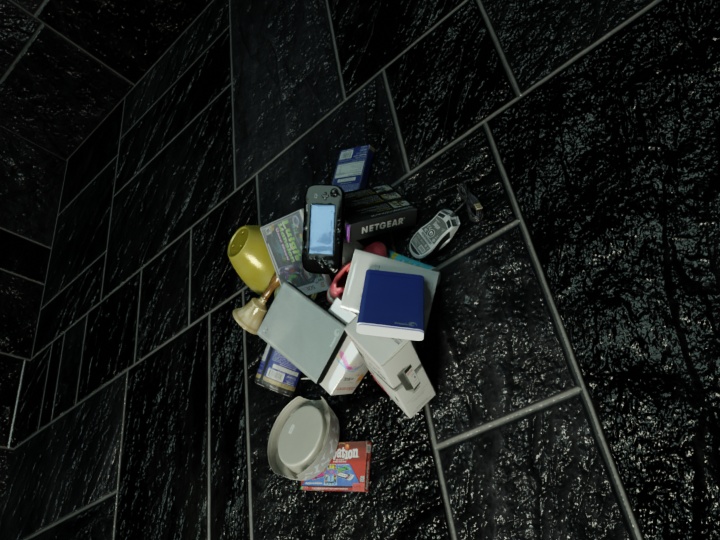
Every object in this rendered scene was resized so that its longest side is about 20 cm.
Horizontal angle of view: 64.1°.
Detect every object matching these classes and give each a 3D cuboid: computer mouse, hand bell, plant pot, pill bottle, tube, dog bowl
[{"bbox_3d":[0.196,-0.102,1.341,0.199,0.044,0.111,-42,52,12],"label":"computer mouse"},{"bbox_3d":[-0.267,0.070,1.635,0.202,0.103,0.105,-52,45,12],"label":"hand bell"},{"bbox_3d":[-0.306,-0.051,1.691,0.197,0.141,0.205,-27,47,33],"label":"plant pot"},{"bbox_3d":[-0.192,0.212,1.495,0.110,0.111,0.206,10,76,44],"label":"pill bottle"},{"bbox_3d":[0.107,-0.001,1.375,0.197,0.050,0.079,18,75,51],"label":"tube"},{"bbox_3d":[-0.131,0.397,1.361,0.196,0.059,0.204,-28,41,26],"label":"dog bowl"}]

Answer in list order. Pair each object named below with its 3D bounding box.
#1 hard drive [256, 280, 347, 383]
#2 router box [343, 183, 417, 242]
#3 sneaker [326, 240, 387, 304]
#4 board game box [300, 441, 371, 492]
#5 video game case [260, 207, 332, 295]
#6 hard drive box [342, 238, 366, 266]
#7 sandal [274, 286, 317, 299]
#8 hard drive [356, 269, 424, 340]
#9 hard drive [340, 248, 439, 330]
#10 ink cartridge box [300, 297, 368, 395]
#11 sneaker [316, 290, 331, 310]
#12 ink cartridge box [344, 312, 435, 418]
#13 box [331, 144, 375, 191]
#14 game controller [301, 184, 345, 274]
[{"bbox_3d":[-0.130,0.137,1.297,0.197,0.033,0.142,33,95,26],"label":"hard drive"},{"bbox_3d":[0.022,-0.147,1.423,0.149,0.194,0.052,47,143,44],"label":"router box"},{"bbox_3d":[0.000,0.000,1.364,0.073,0.087,0.200,39,69,11],"label":"sneaker"},{"bbox_3d":[-0.058,0.450,1.321,0.196,0.019,0.106,-16,59,37],"label":"board game box"},{"bbox_3d":[-0.163,-0.035,1.442,0.179,0.023,0.206,-15,97,45],"label":"video game case"},{"bbox_3d":[-0.104,-0.051,1.512,0.196,0.154,0.079,-1,68,42],"label":"hard drive box"},{"bbox_3d":[-0.184,0.058,1.599,0.197,0.057,0.082,-11,58,42],"label":"sandal"},{"bbox_3d":[0.065,0.064,1.164,0.202,0.127,0.026,-79,-6,-59],"label":"hard drive"},{"bbox_3d":[0.065,0.044,1.267,0.193,0.027,0.136,15,81,5],"label":"hard drive"},{"bbox_3d":[-0.043,0.188,1.337,0.124,0.128,0.203,37,97,25],"label":"ink cartridge box"},{"bbox_3d":[-0.082,0.081,1.407,0.072,0.200,0.114,35,98,7],"label":"sneaker"},{"bbox_3d":[0.062,0.188,1.198,0.082,0.202,0.146,-38,43,-11],"label":"ink cartridge box"},{"bbox_3d":[-0.032,-0.251,1.629,0.119,0.032,0.206,0,69,43],"label":"box"},{"bbox_3d":[-0.087,-0.096,1.342,0.100,0.042,0.208,3,92,12],"label":"game controller"}]
